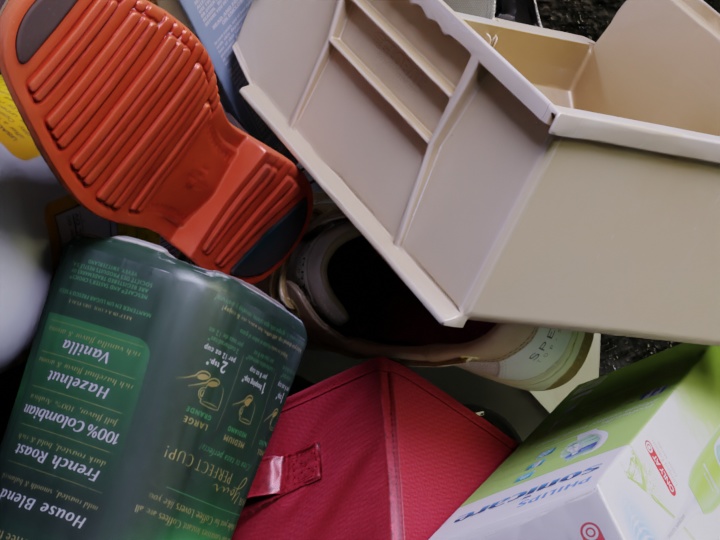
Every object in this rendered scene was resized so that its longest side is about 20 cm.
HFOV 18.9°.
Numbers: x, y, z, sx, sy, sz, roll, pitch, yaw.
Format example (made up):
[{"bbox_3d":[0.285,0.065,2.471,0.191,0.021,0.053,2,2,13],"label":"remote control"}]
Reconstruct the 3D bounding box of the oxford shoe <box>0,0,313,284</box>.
[{"bbox_3d":[-0.089,-0.058,0.801,0.072,0.071,0.200,38,-7,31],"label":"oxford shoe"}]

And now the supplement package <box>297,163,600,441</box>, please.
[{"bbox_3d":[0.013,-0.003,1.095,0.191,0.147,0.201,46,33,-28],"label":"supplement package"}]

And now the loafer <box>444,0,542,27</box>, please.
[{"bbox_3d":[0.072,-0.068,1.021,0.075,0.069,0.201,10,58,-55],"label":"loafer"}]

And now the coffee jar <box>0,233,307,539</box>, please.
[{"bbox_3d":[-0.095,0.095,0.809,0.104,0.085,0.201,37,70,-62],"label":"coffee jar"}]

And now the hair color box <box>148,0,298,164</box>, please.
[{"bbox_3d":[-0.087,-0.129,0.912,0.061,0.099,0.200,-53,143,-23],"label":"hair color box"}]

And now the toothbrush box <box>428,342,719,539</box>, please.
[{"bbox_3d":[0.123,0.128,0.881,0.146,0.086,0.200,64,30,-4],"label":"toothbrush box"}]

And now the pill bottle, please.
[{"bbox_3d":[-0.152,-0.017,0.864,0.113,0.112,0.200,62,28,-2],"label":"pill bottle"}]

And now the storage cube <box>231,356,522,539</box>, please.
[{"bbox_3d":[-0.002,0.173,0.902,0.200,0.170,0.181,35,41,-44],"label":"storage cube"}]

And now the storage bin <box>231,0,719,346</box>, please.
[{"bbox_3d":[0.079,-0.061,0.864,0.199,0.094,0.199,6,31,-38],"label":"storage bin"}]

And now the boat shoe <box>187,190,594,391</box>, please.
[{"bbox_3d":[0.000,0.000,0.898,0.066,0.199,0.075,22,79,-55],"label":"boat shoe"}]

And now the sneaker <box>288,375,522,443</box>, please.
[{"bbox_3d":[-0.017,0.101,1.004,0.199,0.083,0.072,12,46,-8],"label":"sneaker"}]
